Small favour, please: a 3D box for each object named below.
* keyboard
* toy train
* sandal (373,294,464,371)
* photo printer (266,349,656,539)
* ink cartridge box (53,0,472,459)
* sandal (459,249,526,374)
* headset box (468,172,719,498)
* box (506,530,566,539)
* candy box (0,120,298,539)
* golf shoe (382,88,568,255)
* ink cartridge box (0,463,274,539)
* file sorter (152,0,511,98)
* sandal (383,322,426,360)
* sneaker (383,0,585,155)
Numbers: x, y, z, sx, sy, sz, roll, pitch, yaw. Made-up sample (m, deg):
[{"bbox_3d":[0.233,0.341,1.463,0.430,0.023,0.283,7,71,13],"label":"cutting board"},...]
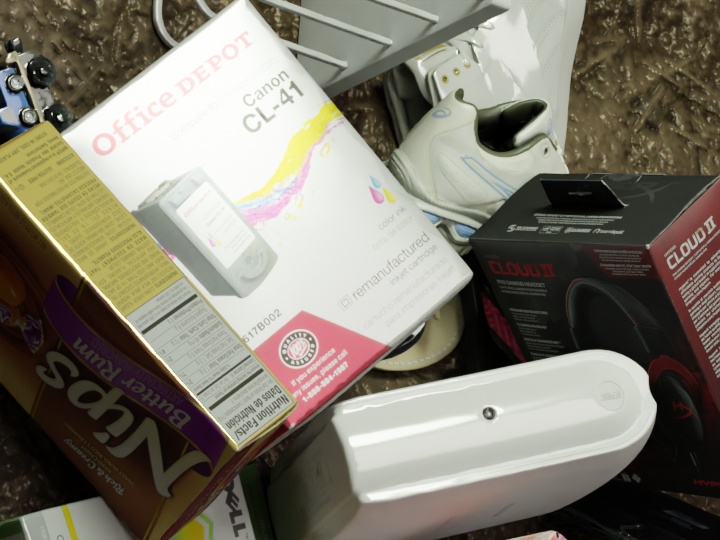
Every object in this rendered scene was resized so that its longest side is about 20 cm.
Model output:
[{"bbox_3d":[0.176,0.158,1.644,0.127,0.200,0.021,3,102,-41],"label":"keyboard"},{"bbox_3d":[-0.166,-0.031,1.516,0.046,0.034,0.201,-21,92,-29],"label":"toy train"},{"bbox_3d":[0.000,0.006,1.615,0.211,0.070,0.078,19,66,-34],"label":"sandal"},{"bbox_3d":[0.061,0.104,1.540,0.199,0.166,0.070,-11,74,-20],"label":"photo printer"},{"bbox_3d":[-0.061,-0.022,1.480,0.148,0.086,0.200,-40,91,-24],"label":"ink cartridge box"},{"bbox_3d":[0.098,0.037,1.679,0.075,0.045,0.201,7,62,-47],"label":"sandal"},{"bbox_3d":[0.162,0.028,1.586,0.075,0.148,0.200,-41,118,-32],"label":"headset box"},{"bbox_3d":[0.054,0.222,1.515,0.103,0.200,0.095,49,53,-19],"label":"box"},{"bbox_3d":[-0.136,0.035,1.426,0.200,0.117,0.056,49,47,7],"label":"candy box"},{"bbox_3d":[0.105,-0.055,1.661,0.200,0.097,0.078,10,31,-43],"label":"golf shoe"},{"bbox_3d":[-0.106,0.168,1.491,0.200,0.059,0.104,-11,84,-41],"label":"ink cartridge box"},{"bbox_3d":[-0.019,-0.200,1.576,0.124,0.200,0.139,15,69,-31],"label":"file sorter"},{"bbox_3d":[-0.044,-0.023,1.557,0.200,0.043,0.076,43,68,0],"label":"sandal"},{"bbox_3d":[0.074,-0.149,1.694,0.115,0.074,0.201,-3,98,-38],"label":"sneaker"}]
